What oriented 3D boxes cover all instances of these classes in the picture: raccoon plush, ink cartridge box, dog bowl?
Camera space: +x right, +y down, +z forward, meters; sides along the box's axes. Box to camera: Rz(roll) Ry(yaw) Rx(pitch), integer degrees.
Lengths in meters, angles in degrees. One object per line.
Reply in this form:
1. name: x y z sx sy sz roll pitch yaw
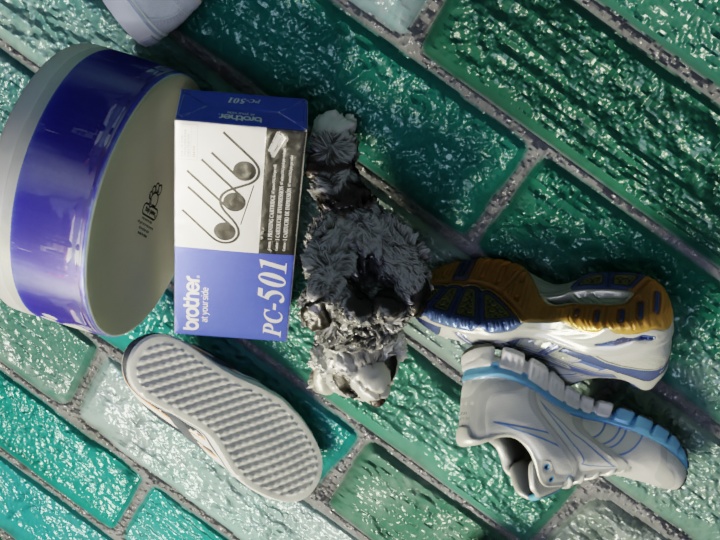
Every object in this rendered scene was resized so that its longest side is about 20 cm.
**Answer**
1. raccoon plush: 0.000 0.000 0.813 0.095 0.203 0.134 5 152 -4
2. ink cartridge box: -0.093 -0.036 0.821 0.092 0.045 0.202 4 130 -5
3. dog bowl: -0.186 -0.057 0.793 0.078 0.200 0.202 17 120 10

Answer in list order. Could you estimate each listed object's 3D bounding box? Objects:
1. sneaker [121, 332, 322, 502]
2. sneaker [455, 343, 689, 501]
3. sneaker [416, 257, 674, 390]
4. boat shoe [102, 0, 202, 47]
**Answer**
1. sneaker: -0.118 0.119 0.929 0.200 0.079 0.079 43 166 -18
2. sneaker: 0.149 0.133 0.792 0.198 0.088 0.075 25 156 -14
3. sneaker: 0.128 0.048 0.797 0.197 0.076 0.089 8 136 27
4. boat shoe: -0.184 -0.262 0.774 0.068 0.072 0.202 -30 95 9
